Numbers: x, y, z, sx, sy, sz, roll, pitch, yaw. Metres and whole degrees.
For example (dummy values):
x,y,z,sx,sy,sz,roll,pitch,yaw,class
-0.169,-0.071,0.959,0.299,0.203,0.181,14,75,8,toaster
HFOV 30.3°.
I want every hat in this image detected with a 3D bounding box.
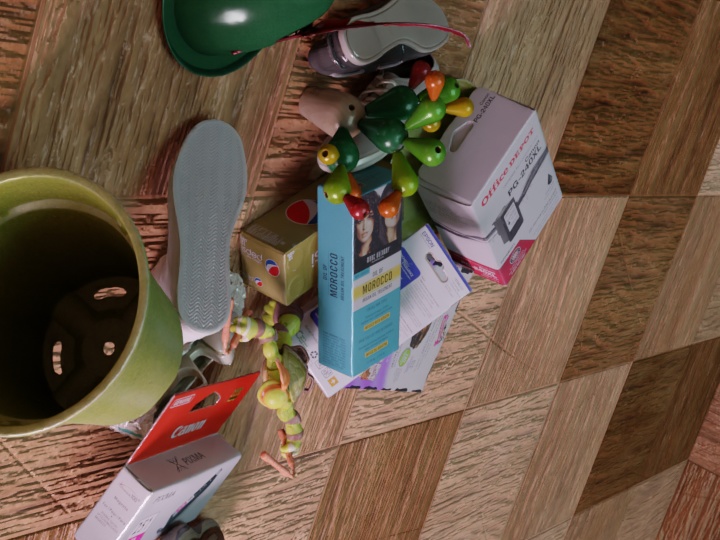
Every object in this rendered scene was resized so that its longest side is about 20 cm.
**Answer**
x,y,z,sx,sy,sz,roll,pitch,yaw,class
-0.039,-0.226,1.123,0.200,0.175,0.166,-46,146,-28,hat

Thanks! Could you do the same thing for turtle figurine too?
x,y,z,sx,sy,sz,roll,pitch,yaw,class
-0.081,0.089,1.321,0.162,0.064,0.201,-84,155,-67,turtle figurine

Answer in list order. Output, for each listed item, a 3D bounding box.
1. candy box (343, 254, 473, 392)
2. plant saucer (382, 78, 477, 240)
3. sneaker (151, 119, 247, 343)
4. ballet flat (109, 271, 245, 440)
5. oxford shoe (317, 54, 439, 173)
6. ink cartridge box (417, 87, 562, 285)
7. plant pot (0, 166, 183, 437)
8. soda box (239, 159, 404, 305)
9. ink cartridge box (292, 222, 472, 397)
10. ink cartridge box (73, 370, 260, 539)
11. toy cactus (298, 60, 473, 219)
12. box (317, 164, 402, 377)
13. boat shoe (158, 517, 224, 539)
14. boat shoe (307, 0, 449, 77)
x,y,z,sx,sy,sz,roll,pitch,yaw,class
0.034,0.052,1.573,0.200,0.071,0.169,13,102,-60,candy box
0.076,-0.129,1.537,0.200,0.031,0.201,-39,142,-38,plant saucer
-0.159,-0.030,1.209,0.073,0.115,0.202,14,70,-24,sneaker
-0.163,0.090,1.293,0.200,0.071,0.072,-50,148,-24,ballet flat
0.019,-0.167,1.375,0.200,0.075,0.058,-46,141,-35,oxford shoe
0.156,-0.097,1.576,0.146,0.083,0.200,-56,151,-14,ink cartridge box
-0.229,0.043,1.049,0.201,0.199,0.184,-59,162,-7,plant pot
-0.037,-0.047,1.387,0.200,0.064,0.068,-36,140,-39,soda box
0.015,0.041,1.451,0.199,0.037,0.095,-36,105,0,ink cartridge box
-0.171,0.187,1.297,0.174,0.043,0.200,-52,166,14,ink cartridge box
0.007,-0.140,1.280,0.200,0.164,0.103,-52,148,-22,toy cactus
0.000,0.000,1.355,0.082,0.049,0.202,-28,128,-44,box
-0.173,0.312,1.402,0.076,0.072,0.200,-43,169,2,boat shoe
0.019,-0.238,1.348,0.200,0.057,0.067,-27,99,-52,boat shoe
